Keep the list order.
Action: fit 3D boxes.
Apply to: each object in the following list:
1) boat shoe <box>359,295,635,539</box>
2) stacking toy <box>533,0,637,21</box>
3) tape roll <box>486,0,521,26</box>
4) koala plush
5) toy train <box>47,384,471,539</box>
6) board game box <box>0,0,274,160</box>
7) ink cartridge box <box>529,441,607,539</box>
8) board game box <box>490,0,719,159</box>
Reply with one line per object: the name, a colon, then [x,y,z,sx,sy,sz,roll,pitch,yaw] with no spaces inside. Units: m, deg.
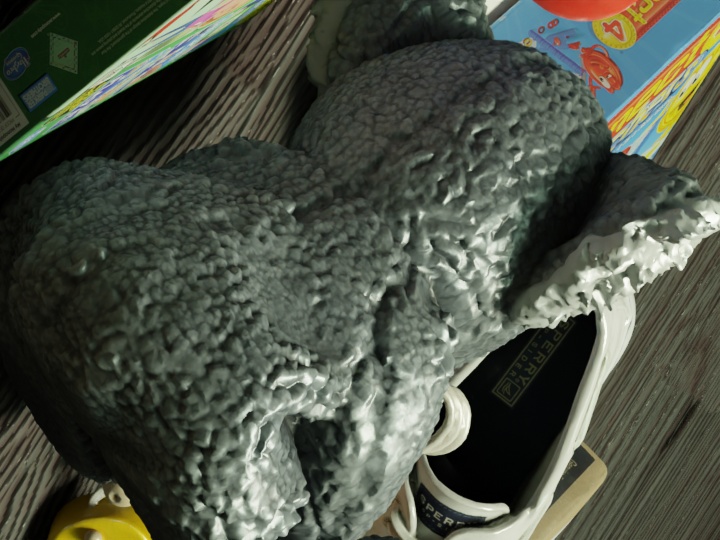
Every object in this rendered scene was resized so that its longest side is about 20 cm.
boat shoe: [0.032,0.078,1.091,0.201,0.073,0.065,-63,176,14]
stacking toy: [0.079,-0.139,0.949,0.086,0.085,0.200,-51,164,-17]
tape roll: [0.057,-0.170,1.016,0.203,0.037,0.203,-49,160,-25]
koala plush: [0.000,0.000,0.903,0.200,0.177,0.184,-37,150,-11]
toy train: [-0.040,0.102,1.078,0.056,0.149,0.201,-87,-165,-66]
board game box: [-0.014,-0.105,0.806,0.200,0.029,0.134,-33,180,42]
ink cartridge box: [0.000,0.146,1.236,0.200,0.075,0.165,-49,175,19]
board game box: [0.058,-0.036,1.149,0.200,0.056,0.196,-43,169,-36]
